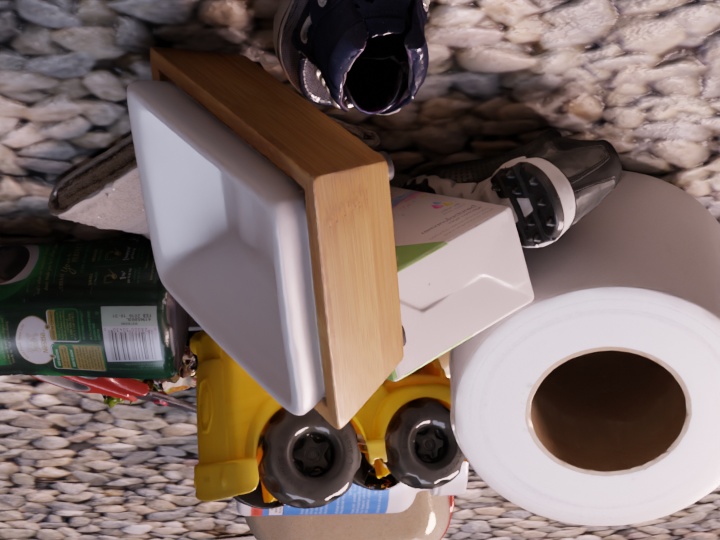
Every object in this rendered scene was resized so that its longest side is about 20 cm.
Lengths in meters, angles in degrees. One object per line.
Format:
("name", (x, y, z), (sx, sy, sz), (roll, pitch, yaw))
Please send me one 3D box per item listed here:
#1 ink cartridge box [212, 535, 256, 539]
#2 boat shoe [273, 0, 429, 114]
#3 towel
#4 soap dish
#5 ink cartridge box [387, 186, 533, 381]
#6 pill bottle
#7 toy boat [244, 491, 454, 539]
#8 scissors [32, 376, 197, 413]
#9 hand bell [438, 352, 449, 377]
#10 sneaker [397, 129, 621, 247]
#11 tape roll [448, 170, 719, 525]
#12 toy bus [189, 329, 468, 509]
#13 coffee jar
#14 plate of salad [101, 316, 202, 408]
("ink cartridge box", (-0.098, 0.346, 2.243), (0.116, 0.068, 0.200), (-8, 159, 12))
("boat shoe", (-0.006, -0.114, 1.052), (0.075, 0.093, 0.200), (0, 158, -6))
("towel", (-0.094, -0.059, 1.265), (0.132, 0.035, 0.200), (16, 152, -37))
("soap dish", (-0.052, -0.027, 1.100), (0.081, 0.200, 0.157), (-20, 124, -22))
("ink cartridge box", (0.000, 0.000, 1.243), (0.117, 0.067, 0.200), (-29, -158, -28))
("pill bottle", (-0.009, 0.157, 1.713), (0.200, 0.112, 0.112), (0, 158, -4))
("toy boat", (-0.012, 0.199, 1.846), (0.200, 0.131, 0.131), (-5, -173, 6))
("scissors", (-0.163, 0.093, 1.469), (0.200, 0.014, 0.073), (23, 153, -32))
("hand bell", (0.112, 0.016, 1.437), (0.104, 0.104, 0.200), (16, 140, -39))
("sneaker", (0.098, -0.048, 1.260), (0.090, 0.067, 0.200), (-27, -172, -28))
("tape roll", (0.161, 0.052, 1.315), (0.203, 0.139, 0.203), (1, 125, 1))
("toy bus", (-0.022, 0.068, 1.384), (0.200, 0.192, 0.136), (-5, 174, -20))
("coffee jar", (-0.222, 0.028, 1.365), (0.200, 0.104, 0.085), (-1, 121, 4))
("plate of salad", (-0.153, 0.071, 1.504), (0.200, 0.048, 0.200), (-5, 169, -1))
